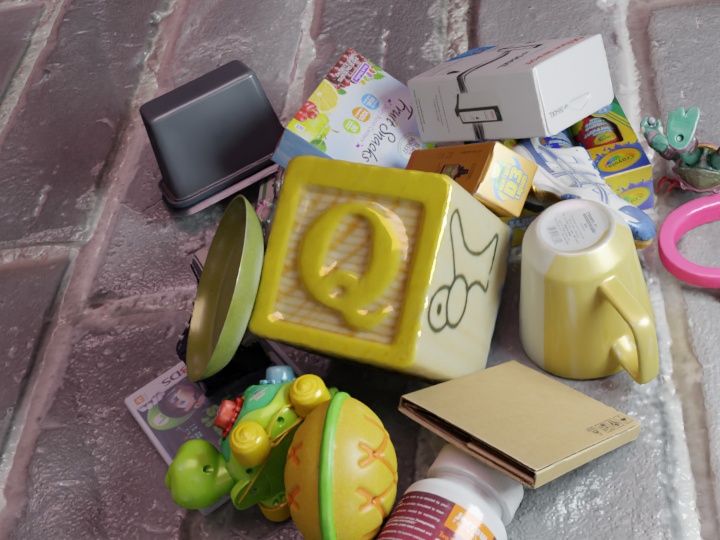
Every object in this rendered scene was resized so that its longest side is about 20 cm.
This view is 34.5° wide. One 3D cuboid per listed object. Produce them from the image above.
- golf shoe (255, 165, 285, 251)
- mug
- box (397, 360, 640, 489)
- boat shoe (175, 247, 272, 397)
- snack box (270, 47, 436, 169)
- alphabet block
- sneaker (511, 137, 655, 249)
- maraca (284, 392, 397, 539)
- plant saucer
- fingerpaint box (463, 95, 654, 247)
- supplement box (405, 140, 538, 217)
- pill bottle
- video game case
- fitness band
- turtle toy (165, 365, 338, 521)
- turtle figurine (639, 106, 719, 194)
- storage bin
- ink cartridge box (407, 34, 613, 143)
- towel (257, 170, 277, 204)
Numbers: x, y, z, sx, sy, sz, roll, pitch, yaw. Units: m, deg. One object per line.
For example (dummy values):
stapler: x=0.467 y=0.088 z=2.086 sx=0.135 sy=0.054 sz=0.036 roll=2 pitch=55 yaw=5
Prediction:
golf shoe: x=-0.072 y=-0.085 z=1.455 sx=0.091 sy=0.073 sz=0.201 roll=12 pitch=46 yaw=10
mug: x=0.248 y=0.013 z=1.218 sx=0.185 sy=0.154 sz=0.150 roll=17 pitch=53 yaw=31
box: x=0.158 y=0.143 z=1.134 sx=0.162 sy=0.022 sz=0.199 roll=25 pitch=23 yaw=36
boat shoe: x=-0.181 y=0.057 z=1.345 sx=0.092 sy=0.075 sz=0.201 roll=-31 pitch=43 yaw=-4
snack box: x=0.005 y=-0.168 z=1.468 sx=0.168 sy=0.068 sz=0.201 roll=34 pitch=47 yaw=0
alphabet block: x=0.028 y=0.007 z=1.216 sx=0.194 sy=0.200 sz=0.199 roll=8 pitch=81 yaw=27
sneaker: x=0.248 y=-0.096 z=1.294 sx=0.198 sy=0.076 sz=0.089 roll=29 pitch=69 yaw=25
maraca: x=-0.019 y=0.216 z=1.087 sx=0.105 sy=0.137 sz=0.204 roll=-1 pitch=80 yaw=15
plant saucer: x=-0.140 y=0.022 z=1.225 sx=0.031 sy=0.201 sz=0.202 roll=16 pitch=41 yaw=-18
fingerpaint box: x=0.238 y=-0.128 z=1.420 sx=0.197 sy=0.074 sz=0.168 roll=-15 pitch=44 yaw=4
supplement box: x=0.114 y=-0.098 z=1.300 sx=0.067 sy=0.068 sz=0.200 roll=-67 pitch=21 yaw=-7
pill bottle: x=0.068 y=0.263 z=1.060 sx=0.108 sy=0.110 sz=0.201 roll=15 pitch=53 yaw=30
video game case: x=-0.148 y=0.156 z=1.302 sx=0.181 sy=0.024 sz=0.200 roll=-34 pitch=46 yaw=-15
fitness band: x=0.432 y=-0.037 z=1.292 sx=0.197 sy=0.038 sz=0.145 roll=-14 pitch=43 yaw=3
turtle toy: x=-0.104 y=0.176 z=1.174 sx=0.199 sy=0.147 sz=0.101 roll=-36 pitch=50 yaw=-17
turtle figurine: x=0.397 y=-0.138 z=1.327 sx=0.147 sy=0.200 sz=0.103 roll=-3 pitch=87 yaw=14
storage bin: x=-0.200 y=-0.190 z=1.570 sx=0.198 sy=0.136 sz=0.146 roll=-27 pitch=29 yaw=-10
ink cartridge box: x=0.179 y=-0.216 z=1.385 sx=0.198 sy=0.085 sz=0.145 roll=3 pitch=25 yaw=46
towel: x=-0.041 y=-0.087 z=1.512 sx=0.197 sy=0.024 sz=0.154 roll=-6 pitch=45 yaw=11
